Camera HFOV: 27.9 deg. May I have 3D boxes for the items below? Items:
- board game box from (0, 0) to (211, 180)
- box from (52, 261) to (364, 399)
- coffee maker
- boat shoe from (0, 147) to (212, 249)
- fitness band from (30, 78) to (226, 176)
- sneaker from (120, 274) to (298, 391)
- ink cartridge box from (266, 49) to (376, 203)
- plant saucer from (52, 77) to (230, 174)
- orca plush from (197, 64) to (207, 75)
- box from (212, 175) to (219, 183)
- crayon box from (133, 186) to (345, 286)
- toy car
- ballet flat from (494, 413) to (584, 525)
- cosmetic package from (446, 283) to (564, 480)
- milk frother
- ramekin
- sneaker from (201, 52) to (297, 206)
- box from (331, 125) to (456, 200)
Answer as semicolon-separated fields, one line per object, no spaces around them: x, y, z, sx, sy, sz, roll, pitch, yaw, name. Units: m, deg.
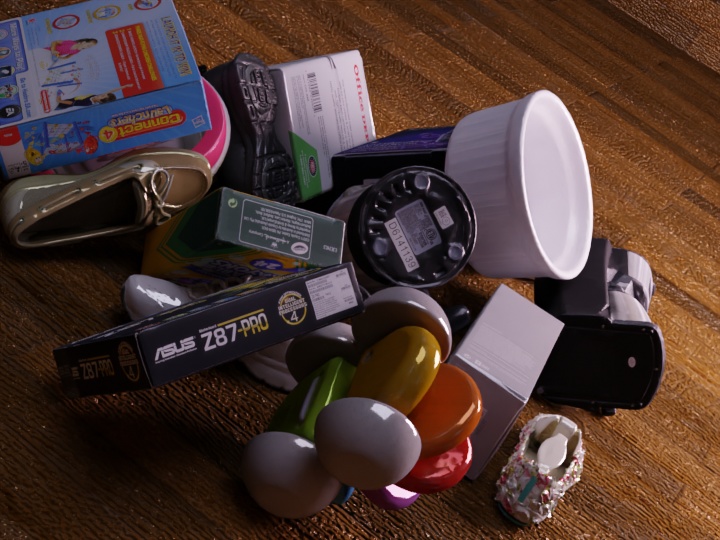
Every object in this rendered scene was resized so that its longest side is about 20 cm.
-0.257;-0.183;1.377;0.194;0.056;0.201;-14;40;-8;board game box
-0.120;0.047;1.145;0.199;0.161;0.049;-19;93;-34;box
0.234;0.046;1.593;0.191;0.135;0.200;26;25;-7;coffee maker
-0.226;-0.061;1.321;0.199;0.074;0.063;-10;37;-22;boat shoe
-0.228;-0.128;1.415;0.199;0.038;0.144;-26;64;-20;fitness band
-0.116;0.036;1.297;0.199;0.087;0.075;18;31;-20;sneaker
-0.064;-0.163;1.635;0.083;0.147;0.200;-5;11;27;ink cartridge box
-0.231;-0.129;1.465;0.198;0.050;0.201;3;55;-4;plant saucer
-0.260;-0.215;1.560;0.199;0.072;0.105;-10;20;-25;orca plush
-0.200;-0.141;1.591;0.119;0.042;0.200;34;28;9;box
-0.117;-0.013;1.332;0.125;0.200;0.052;15;71;-28;crayon box
0.012;0.126;1.168;0.150;0.199;0.176;43;43;-22;toy car
0.182;0.177;1.381;0.075;0.064;0.200;31;25;5;ballet flat
0.124;0.103;1.406;0.090;0.107;0.200;33;27;8;cosmetic package
0.000;0.000;1.449;0.198;0.182;0.188;-10;-1;-13;milk frother
0.168;-0.085;1.553;0.097;0.202;0.200;-7;9;28;ramekin
-0.125;-0.122;1.526;0.076;0.090;0.202;-5;85;-56;sneaker
0.080;-0.101;1.658;0.147;0.105;0.200;-1;13;27;box
